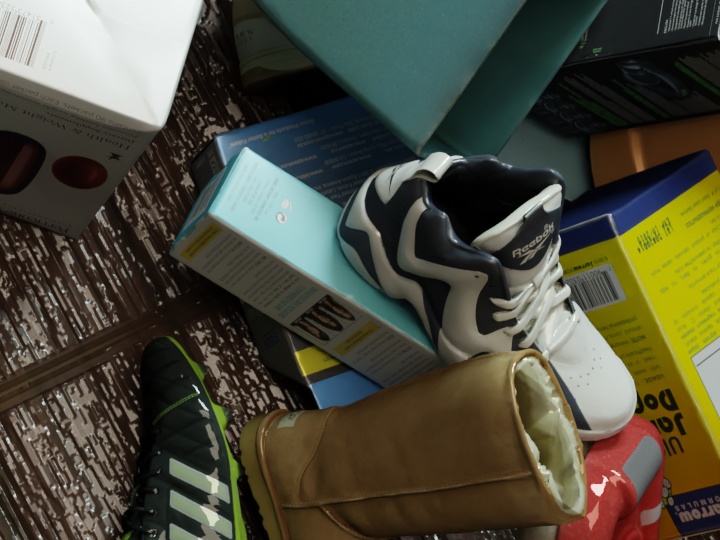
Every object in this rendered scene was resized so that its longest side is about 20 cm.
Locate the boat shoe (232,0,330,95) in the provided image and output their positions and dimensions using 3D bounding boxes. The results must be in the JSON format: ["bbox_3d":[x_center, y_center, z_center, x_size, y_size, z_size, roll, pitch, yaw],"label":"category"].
[{"bbox_3d":[0.014,-0.163,1.666,0.199,0.074,0.067,-15,84,-23],"label":"boat shoe"}]

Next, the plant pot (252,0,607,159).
[{"bbox_3d":[0.016,-0.174,1.527,0.200,0.141,0.142,38,98,15],"label":"plant pot"}]

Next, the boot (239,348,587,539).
[{"bbox_3d":[0.039,0.141,1.490,0.066,0.199,0.176,-42,114,-49],"label":"boot"}]

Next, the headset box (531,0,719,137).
[{"bbox_3d":[0.180,-0.184,1.619,0.093,0.199,0.175,27,66,-38],"label":"headset box"}]

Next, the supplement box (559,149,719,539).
[{"bbox_3d":[0.183,0.048,1.607,0.109,0.109,0.201,-31,97,-43],"label":"supplement box"}]

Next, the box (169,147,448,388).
[{"bbox_3d":[-0.005,0.012,1.529,0.199,0.082,0.049,32,65,-10],"label":"box"}]

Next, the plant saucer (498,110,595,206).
[{"bbox_3d":[0.104,-0.084,1.665,0.199,0.019,0.070,26,58,-33],"label":"plant saucer"}]

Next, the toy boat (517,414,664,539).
[{"bbox_3d":[0.164,0.187,1.540,0.130,0.201,0.131,13,34,21],"label":"toy boat"}]

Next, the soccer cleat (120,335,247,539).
[{"bbox_3d":[-0.106,0.137,1.534,0.081,0.068,0.201,-11,80,-19],"label":"soccer cleat"}]

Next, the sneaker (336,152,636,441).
[{"bbox_3d":[0.088,0.008,1.449,0.199,0.130,0.079,47,63,-2],"label":"sneaker"}]

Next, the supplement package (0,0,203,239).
[{"bbox_3d":[-0.203,-0.141,1.511,0.190,0.200,0.148,20,68,-12],"label":"supplement package"}]

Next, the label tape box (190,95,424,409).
[{"bbox_3d":[0.000,0.000,1.615,0.144,0.063,0.201,-17,82,-24],"label":"label tape box"}]

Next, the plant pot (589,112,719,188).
[{"bbox_3d":[0.262,-0.080,1.675,0.199,0.140,0.201,10,69,-27],"label":"plant pot"}]
